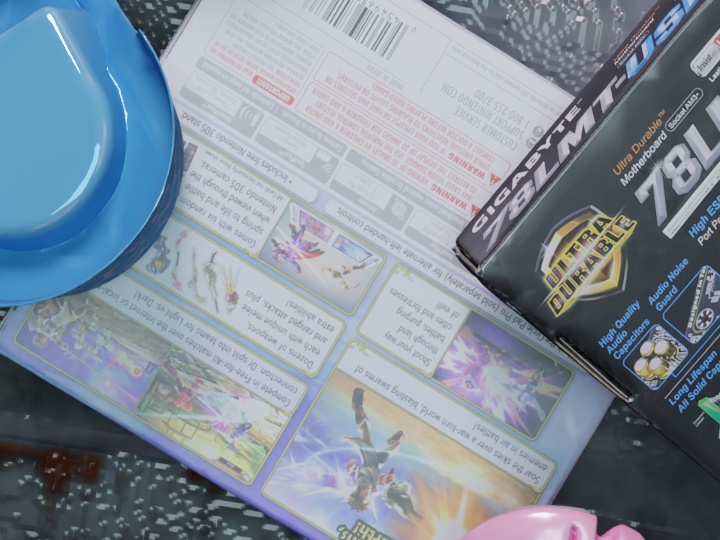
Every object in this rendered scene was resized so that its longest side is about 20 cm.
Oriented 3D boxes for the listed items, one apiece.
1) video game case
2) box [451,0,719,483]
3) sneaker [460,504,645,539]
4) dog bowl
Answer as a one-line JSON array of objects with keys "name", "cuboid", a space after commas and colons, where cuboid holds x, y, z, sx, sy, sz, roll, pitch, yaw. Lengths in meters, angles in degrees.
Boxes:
[{"name": "video game case", "cuboid": [0.000, 0.000, 1.020, 0.199, 0.045, 0.182, 32, 87, -3]}, {"name": "box", "cuboid": [0.168, -0.018, 0.983, 0.198, 0.050, 0.200, 39, 93, -14]}, {"name": "sneaker", "cuboid": [0.120, 0.149, 0.973, 0.199, 0.079, 0.096, 15, 60, -11]}, {"name": "dog bowl", "cuboid": [-0.131, -0.077, 0.985, 0.111, 0.050, 0.201, -32, 75, 7]}]
